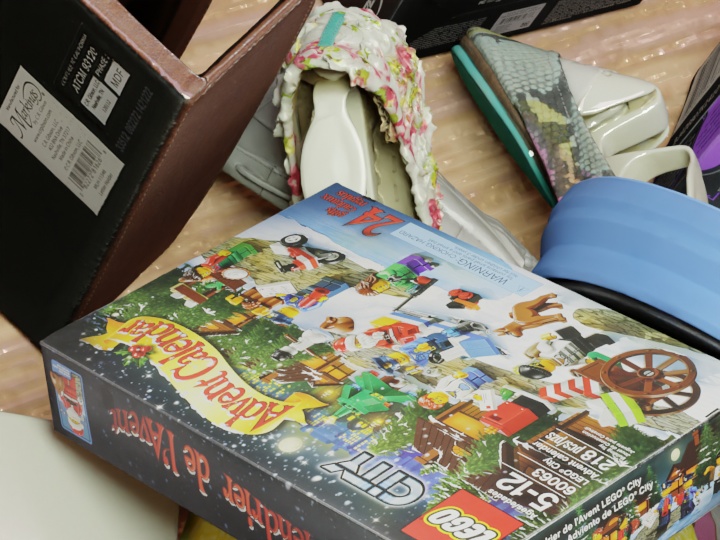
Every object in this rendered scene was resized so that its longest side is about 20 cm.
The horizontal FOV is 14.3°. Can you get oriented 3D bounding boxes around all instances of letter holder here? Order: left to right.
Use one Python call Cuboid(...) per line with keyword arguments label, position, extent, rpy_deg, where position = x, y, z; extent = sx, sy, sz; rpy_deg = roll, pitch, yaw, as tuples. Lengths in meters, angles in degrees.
Cuboid(label="letter holder", position=(-0.081, -0.084, 1.059), extent=(0.101, 0.200, 0.142), rpy_deg=(43, 57, 5))

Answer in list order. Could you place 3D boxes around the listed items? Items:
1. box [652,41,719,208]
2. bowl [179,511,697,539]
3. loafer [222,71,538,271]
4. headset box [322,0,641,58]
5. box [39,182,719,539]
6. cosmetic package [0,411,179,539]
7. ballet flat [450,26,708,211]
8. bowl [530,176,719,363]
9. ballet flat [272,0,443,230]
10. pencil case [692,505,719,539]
Cuboid(label="box", position=(0.235, -0.031, 1.195), extent=(0.200, 0.122, 0.106), rpy_deg=(28, 56, -5))
Cuboid(label="bowl", position=(0.045, 0.114, 0.966), extent=(0.200, 0.108, 0.200), rpy_deg=(7, 70, -21))
Cuboid(label="loafer", position=(0.023, -0.002, 1.142), extent=(0.200, 0.070, 0.070), rpy_deg=(45, 96, -1))
Cuboid(label="headset box", position=(0.033, -0.200, 1.238), extent=(0.149, 0.077, 0.200), rpy_deg=(-15, 71, -26))
Cuboid(label="box", position=(0.012, 0.044, 0.925), extent=(0.137, 0.038, 0.200), rpy_deg=(-29, 38, -34))
Cuboid(label="cosmetic package", position=(-0.171, 0.093, 0.990), extent=(0.200, 0.104, 0.073), rpy_deg=(11, 61, -13))
Cuboid(label="ballet flat", position=(0.099, -0.037, 1.151), extent=(0.071, 0.069, 0.200), rpy_deg=(-29, 46, 6))
Cuboid(label="bowl", position=(0.142, 0.044, 0.981), extent=(0.201, 0.201, 0.039), rpy_deg=(36, 77, 1))
Cuboid(label="ballet flat", position=(0.000, 0.000, 1.077), extent=(0.076, 0.064, 0.200), rpy_deg=(-9, 102, 16))
Cuboid(label="pencil case", position=(0.059, 0.115, 1.077), extent=(0.200, 0.083, 0.087), rpy_deg=(-18, 43, -28))
